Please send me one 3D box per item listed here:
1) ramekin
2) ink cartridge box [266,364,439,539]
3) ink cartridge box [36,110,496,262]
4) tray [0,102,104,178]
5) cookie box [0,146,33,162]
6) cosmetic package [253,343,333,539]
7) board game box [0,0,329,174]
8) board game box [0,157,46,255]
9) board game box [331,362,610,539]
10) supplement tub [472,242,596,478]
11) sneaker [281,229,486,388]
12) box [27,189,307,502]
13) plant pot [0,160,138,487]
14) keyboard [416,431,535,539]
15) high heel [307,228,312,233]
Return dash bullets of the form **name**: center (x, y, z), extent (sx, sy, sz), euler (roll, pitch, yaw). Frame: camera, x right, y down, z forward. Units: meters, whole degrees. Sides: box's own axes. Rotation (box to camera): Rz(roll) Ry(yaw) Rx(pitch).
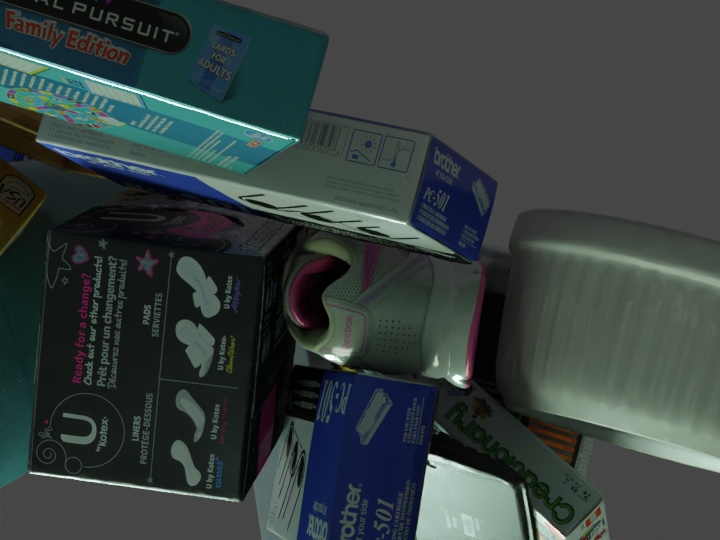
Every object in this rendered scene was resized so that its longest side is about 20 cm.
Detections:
- **ramekin**: center (0.167, 0.045, 1.211), extent (0.200, 0.105, 0.200), euler (16, 174, 2)
- **ink cartridge box**: center (-0.008, 0.099, 1.154), extent (0.044, 0.094, 0.200), euler (10, 176, -10)
- **ink cartridge box**: center (-0.044, -0.052, 1.077), extent (0.200, 0.044, 0.094), euler (13, 174, 24)
- **tray**: center (-0.193, -0.092, 1.226), extent (0.099, 0.037, 0.200), euler (12, 172, 39)
- **cookie box**: center (-0.192, -0.035, 1.586), extent (0.200, 0.075, 0.171), euler (20, 174, -29)
- **cosmetic package**: center (-0.028, 0.099, 1.388), extent (0.052, 0.200, 0.151), euler (-12, 169, 14)
- **board game box**: center (-0.125, -0.096, 0.929), extent (0.200, 0.047, 0.151), euler (17, 174, -10)
- **board game box**: center (-0.275, -0.027, 1.206), extent (0.153, 0.040, 0.200), euler (38, -145, -7)
- **board game box**: center (0.059, 0.096, 1.279), extent (0.200, 0.035, 0.126), euler (41, 168, 24)
- **supplement tub**: center (0.088, 0.092, 1.405), extent (0.122, 0.200, 0.123), euler (16, 174, 2)
- **sneaker**: center (0.000, 0.000, 1.169), extent (0.088, 0.082, 0.200), euler (4, -168, -14)
- **box**: center (-0.099, 0.032, 1.199), extent (0.115, 0.132, 0.200), euler (6, -171, 4)
- **plant pot**: center (-0.198, 0.019, 1.400), extent (0.188, 0.200, 0.200), euler (-23, -166, -27)
- **keyboard**: center (0.054, 0.122, 1.250), extent (0.104, 0.040, 0.200), euler (18, 157, 14)
- **high heel**: center (-0.004, -0.004, 1.395), extent (0.096, 0.068, 0.200), euler (6, 159, 0)
